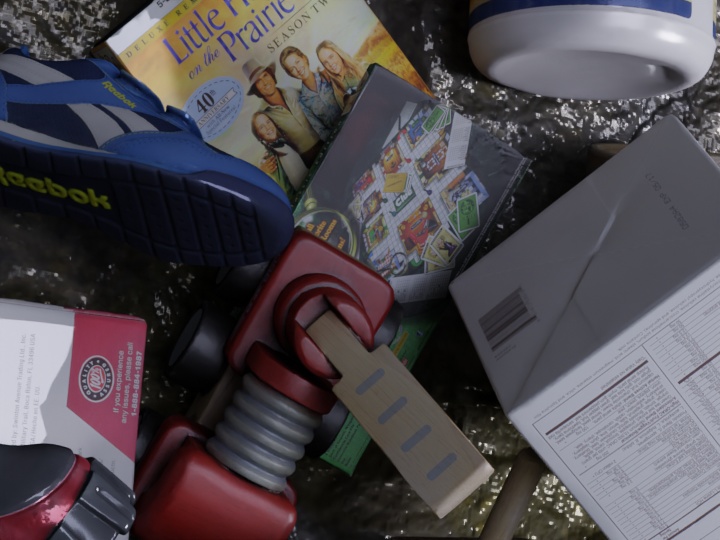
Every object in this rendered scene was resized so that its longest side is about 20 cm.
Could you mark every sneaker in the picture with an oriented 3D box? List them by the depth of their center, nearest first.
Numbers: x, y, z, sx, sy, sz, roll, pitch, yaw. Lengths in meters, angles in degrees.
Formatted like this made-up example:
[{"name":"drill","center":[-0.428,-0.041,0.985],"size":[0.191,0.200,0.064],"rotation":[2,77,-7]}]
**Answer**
[{"name":"sneaker","center":[-0.119,-0.064,1.029],"size":[0.198,0.074,0.083],"rotation":[19,54,14]}]

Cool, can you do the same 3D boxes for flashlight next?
[{"name":"flashlight","center":[-0.195,0.069,0.927],"size":[0.200,0.068,0.068],"rotation":[42,41,-15]}]

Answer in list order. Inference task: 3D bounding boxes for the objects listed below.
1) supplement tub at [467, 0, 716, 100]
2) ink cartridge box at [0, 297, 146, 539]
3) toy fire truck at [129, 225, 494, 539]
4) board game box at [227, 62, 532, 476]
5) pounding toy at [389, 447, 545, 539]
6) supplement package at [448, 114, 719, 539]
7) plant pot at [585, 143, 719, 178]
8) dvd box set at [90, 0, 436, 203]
[{"name":"supplement tub","center":[0.137,-0.211,1.178],"size":[0.143,0.144,0.202],"rotation":[8,81,-26]},{"name":"ink cartridge box","center":[-0.216,0.085,0.996],"size":[0.198,0.085,0.147],"rotation":[9,80,-27]},{"name":"toy fire truck","center":[-0.030,0.082,1.000],"size":[0.128,0.200,0.177],"rotation":[31,91,-12]},{"name":"board game box","center":[0.000,0.000,1.108],"size":[0.104,0.023,0.201],"rotation":[30,91,-14]},{"name":"pounding toy","center":[0.056,0.209,1.057],"size":[0.142,0.200,0.185],"rotation":[33,70,-19]},{"name":"supplement package","center":[0.170,0.062,1.020],"size":[0.150,0.152,0.200],"rotation":[-37,114,8]},{"name":"plant pot","center":[0.218,0.026,1.183],"size":[0.198,0.200,0.175],"rotation":[5,98,-27]},{"name":"dvd box set","center":[-0.036,-0.089,1.138],"size":[0.146,0.029,0.201],"rotation":[-43,104,-24]}]
